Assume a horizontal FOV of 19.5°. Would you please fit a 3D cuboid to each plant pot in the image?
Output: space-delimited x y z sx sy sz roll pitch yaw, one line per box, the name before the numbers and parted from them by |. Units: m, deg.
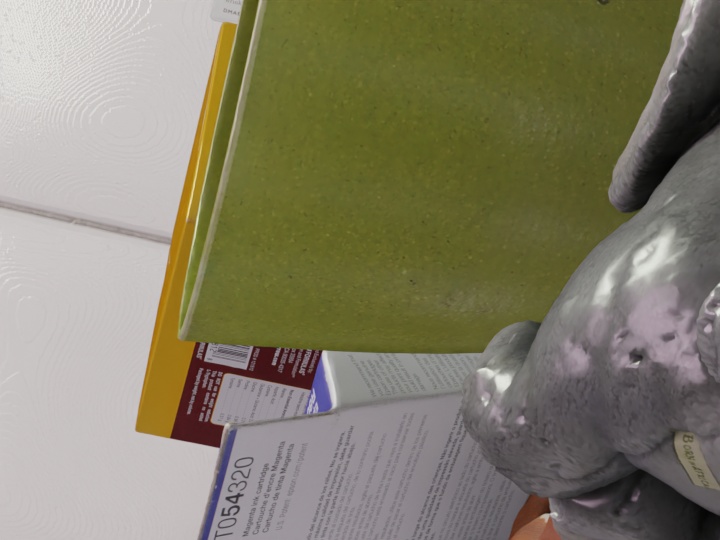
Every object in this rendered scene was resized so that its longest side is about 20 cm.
plant pot | 0.054 -0.049 0.715 0.187 0.199 0.188 -168 90 -84

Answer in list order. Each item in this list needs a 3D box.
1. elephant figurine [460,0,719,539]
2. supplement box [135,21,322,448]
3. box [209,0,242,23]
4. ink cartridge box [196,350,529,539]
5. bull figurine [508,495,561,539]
elephant figurine | 0.115 -0.023 0.525 0.155 0.141 0.200 -10 48 53
supplement box | 0.000 0.000 1.110 0.198 0.199 0.133 110 169 -52
box | -0.047 -0.331 2.204 0.199 0.199 0.131 -91 14 -66
ink cartridge box | 0.009 0.111 0.867 0.043 0.199 0.197 57 141 42
bull figurine | 0.080 0.112 0.788 0.200 0.065 0.122 132 150 -78
